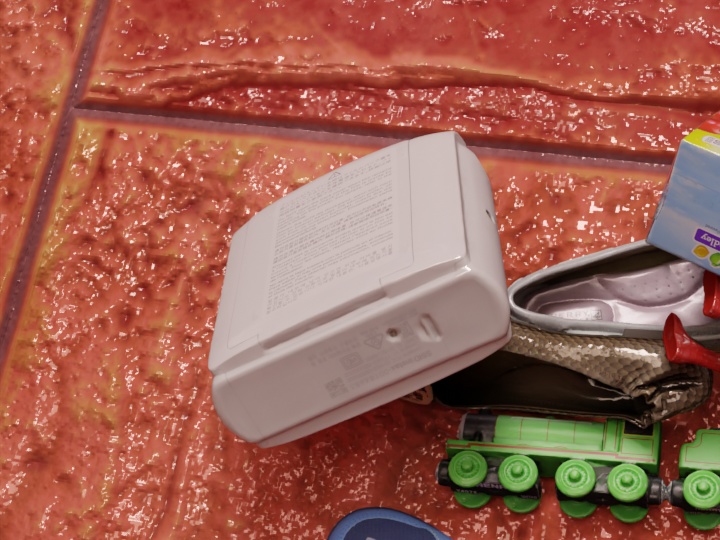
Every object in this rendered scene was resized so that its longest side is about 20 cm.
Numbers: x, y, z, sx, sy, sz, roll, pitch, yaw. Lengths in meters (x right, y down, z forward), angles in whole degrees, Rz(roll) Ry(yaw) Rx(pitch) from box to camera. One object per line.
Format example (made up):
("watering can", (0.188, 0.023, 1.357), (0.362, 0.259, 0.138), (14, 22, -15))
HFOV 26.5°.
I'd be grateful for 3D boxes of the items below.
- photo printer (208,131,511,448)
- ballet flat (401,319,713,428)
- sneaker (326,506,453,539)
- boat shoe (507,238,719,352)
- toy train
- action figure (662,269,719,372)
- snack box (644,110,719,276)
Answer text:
("photo printer", (0.000, 0.000, 0.863), (0.166, 0.070, 0.200), (-25, 25, 12))
("ballet flat", (0.095, 0.061, 0.854), (0.199, 0.068, 0.047), (3, 53, 19))
("sneaker", (0.053, 0.198, 0.812), (0.074, 0.082, 0.200), (-44, 65, -5))
("boat shoe", (0.182, 0.011, 0.869), (0.201, 0.065, 0.075), (-9, 66, 9))
("toy train", (0.141, 0.109, 0.854), (0.199, 0.042, 0.057), (4, 58, 14))
("action figure", (0.265, 0.034, 0.828), (0.199, 0.065, 0.099), (21, 44, -10))
("snack box", (0.268, -0.037, 0.808), (0.168, 0.068, 0.200), (28, 33, 22))
